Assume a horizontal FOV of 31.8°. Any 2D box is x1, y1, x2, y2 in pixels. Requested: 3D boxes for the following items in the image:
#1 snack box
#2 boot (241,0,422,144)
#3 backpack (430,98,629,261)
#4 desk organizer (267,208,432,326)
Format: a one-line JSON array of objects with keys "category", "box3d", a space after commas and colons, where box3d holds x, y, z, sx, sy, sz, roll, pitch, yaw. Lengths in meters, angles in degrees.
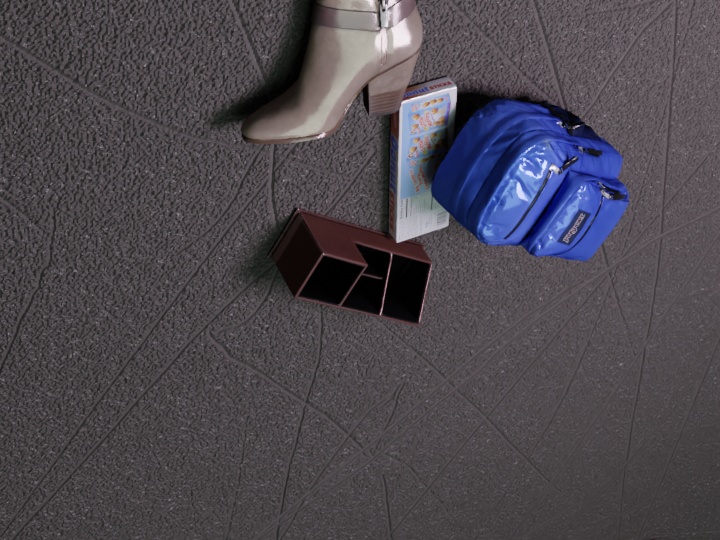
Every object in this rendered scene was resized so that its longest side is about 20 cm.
[{"category": "snack box", "box3d": [0.069, -0.122, 1.433, 0.071, 0.024, 0.202, -17, 136, -18]}, {"category": "boot", "box3d": [-0.031, -0.215, 1.264, 0.198, 0.070, 0.148, -17, 129, -19]}, {"category": "backpack", "box3d": [0.194, -0.101, 1.416, 0.199, 0.168, 0.164, 9, 116, -47]}, {"category": "desk organizer", "box3d": [0.000, 0.000, 1.465, 0.198, 0.077, 0.072, 14, 121, -39]}]
